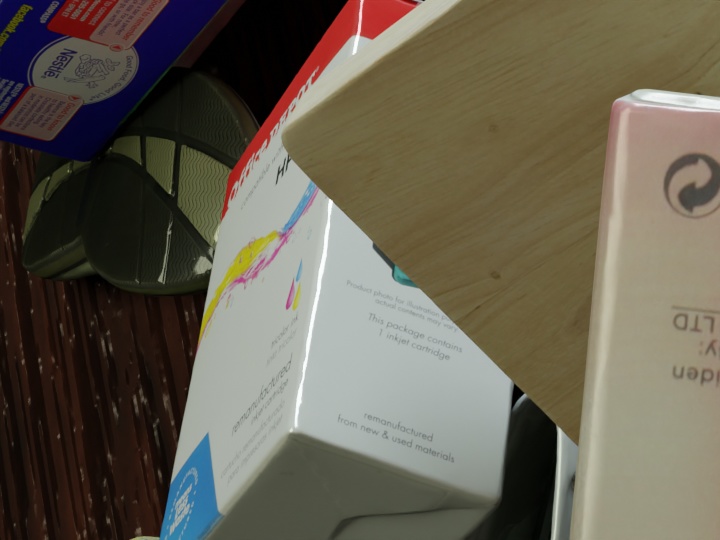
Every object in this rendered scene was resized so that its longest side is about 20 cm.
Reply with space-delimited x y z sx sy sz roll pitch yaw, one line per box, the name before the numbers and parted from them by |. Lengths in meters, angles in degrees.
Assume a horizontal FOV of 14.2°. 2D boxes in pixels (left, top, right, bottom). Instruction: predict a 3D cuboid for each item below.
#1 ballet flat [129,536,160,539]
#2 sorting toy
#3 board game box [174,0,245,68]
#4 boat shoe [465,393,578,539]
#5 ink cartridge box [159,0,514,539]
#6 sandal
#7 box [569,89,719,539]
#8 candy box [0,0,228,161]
ballet flat | -0.101 0.178 0.969 0.071 0.071 0.200 33 100 52
sorting toy | 0.122 -0.031 0.705 0.200 0.199 0.070 -34 19 34
board game box | -0.041 -0.173 1.049 0.200 0.035 0.127 -44 43 49
boat shoe | 0.037 0.128 0.821 0.073 0.067 0.201 5 78 52
ink cartridge box | 0.000 0.000 0.875 0.116 0.067 0.200 129 155 -51
sandal | -0.069 -0.027 1.040 0.201 0.057 0.080 5 76 68
box | 0.103 0.069 0.603 0.109 0.128 0.201 6 91 13
candy box | -0.088 -0.166 1.005 0.169 0.077 0.201 -41 42 52
